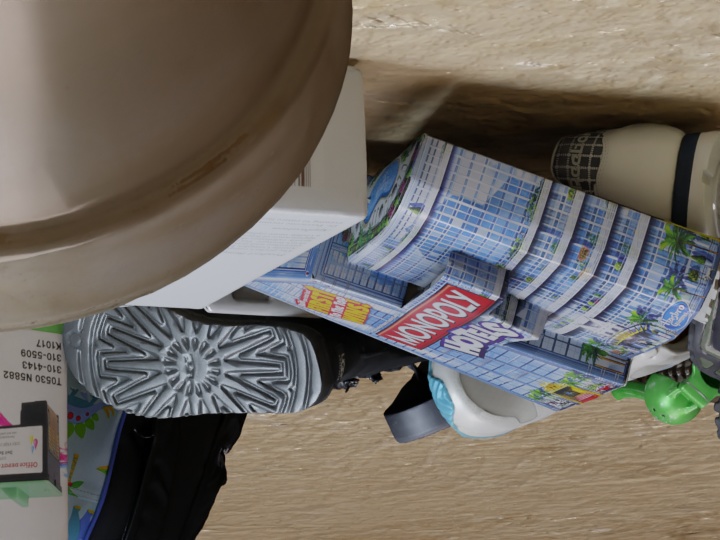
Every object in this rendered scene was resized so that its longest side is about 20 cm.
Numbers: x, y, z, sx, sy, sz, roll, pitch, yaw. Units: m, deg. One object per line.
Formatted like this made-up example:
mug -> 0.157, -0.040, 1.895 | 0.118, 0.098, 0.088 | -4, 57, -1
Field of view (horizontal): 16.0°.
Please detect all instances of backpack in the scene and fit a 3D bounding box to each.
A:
backpack -> -0.171, 0.131, 1.593 | 0.147, 0.200, 0.183 | 14, 175, 22

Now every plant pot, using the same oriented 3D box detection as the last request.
plant pot -> -0.099, -0.111, 0.647 | 0.200, 0.200, 0.174 | -2, 150, -3

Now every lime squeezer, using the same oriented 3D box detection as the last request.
lime squeezer -> 0.212, 0.057, 1.542 | 0.200, 0.038, 0.071 | -38, 180, 45

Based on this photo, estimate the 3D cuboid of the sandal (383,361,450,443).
sandal -> 0.057, 0.054, 1.567 | 0.076, 0.043, 0.200 | -24, -175, 11

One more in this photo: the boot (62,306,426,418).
boot -> -0.053, 0.037, 1.469 | 0.165, 0.066, 0.200 | 10, -167, 22

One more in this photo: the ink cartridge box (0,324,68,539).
ink cartridge box -> -0.237, 0.088, 1.392 | 0.145, 0.200, 0.084 | 10, 163, -43

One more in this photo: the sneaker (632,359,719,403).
sneaker -> 0.261, 0.055, 1.681 | 0.200, 0.071, 0.076 | 4, -176, -12

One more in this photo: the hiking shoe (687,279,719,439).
hiking shoe -> 0.243, 0.042, 1.427 | 0.101, 0.076, 0.200 | 5, 151, 21

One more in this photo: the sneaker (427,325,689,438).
sneaker -> 0.125, 0.036, 1.466 | 0.200, 0.077, 0.081 | -21, 176, -33

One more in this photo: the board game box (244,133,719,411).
board game box -> 0.042, -0.002, 1.229 | 0.200, 0.062, 0.200 | 18, 166, -10

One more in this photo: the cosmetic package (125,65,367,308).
cosmetic package -> -0.082, -0.037, 1.169 | 0.102, 0.074, 0.200 | 4, 167, -26

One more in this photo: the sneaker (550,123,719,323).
sneaker -> 0.143, -0.027, 1.277 | 0.080, 0.077, 0.200 | 4, 162, 11

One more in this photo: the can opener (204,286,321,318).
can opener -> 0.000, 0.000, 1.380 | 0.200, 0.053, 0.066 | 5, 166, -31
